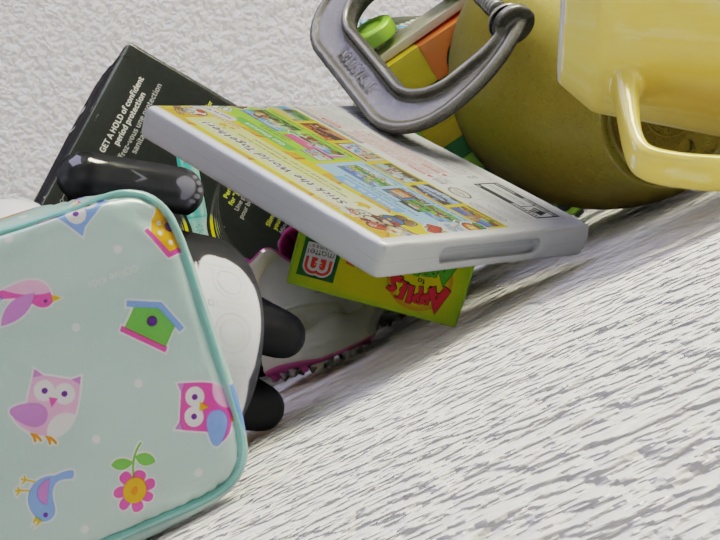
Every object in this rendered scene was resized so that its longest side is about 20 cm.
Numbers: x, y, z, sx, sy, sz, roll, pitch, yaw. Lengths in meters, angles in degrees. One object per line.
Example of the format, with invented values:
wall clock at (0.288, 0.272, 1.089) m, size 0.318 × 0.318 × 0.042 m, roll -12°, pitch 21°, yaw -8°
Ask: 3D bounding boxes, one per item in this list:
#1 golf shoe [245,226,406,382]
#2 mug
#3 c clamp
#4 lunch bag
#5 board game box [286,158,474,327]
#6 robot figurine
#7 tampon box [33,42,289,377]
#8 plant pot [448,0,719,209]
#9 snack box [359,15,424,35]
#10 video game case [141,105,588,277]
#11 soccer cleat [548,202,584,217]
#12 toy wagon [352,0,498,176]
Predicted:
golf shoe at (0.000, 0.000, 1.068) m, size 0.075 × 0.092 × 0.200 m, roll -25°, pitch 2°, yaw 41°
mug at (0.186, -0.137, 0.890) m, size 0.153 × 0.150 × 0.187 m, roll 3°, pitch 18°, yaw 6°
c clamp at (0.047, -0.177, 1.051) m, size 0.171 × 0.027 × 0.200 m, roll -33°, pitch 45°, yaw 6°
lunch bag at (-0.157, 0.062, 0.705) m, size 0.200 × 0.161 × 0.077 m, roll -20°, pitch 7°, yaw -15°
board game box at (0.017, -0.033, 1.010) m, size 0.101 × 0.048 × 0.200 m, roll 15°, pitch 19°, yaw -2°
robot figurine at (-0.131, 0.032, 0.833) m, size 0.200 × 0.151 × 0.125 m, roll 11°, pitch -31°, yaw -34°
tampon box at (-0.121, -0.034, 1.140) m, size 0.150 × 0.200 × 0.126 m, roll -64°, pitch 14°, yaw -17°
plant pot at (0.174, -0.122, 1.055) m, size 0.200 × 0.200 × 0.142 m, roll -26°, pitch 23°, yaw -7°
snack box at (0.099, -0.127, 1.173) m, size 0.200 × 0.116 × 0.037 m, roll -5°, pitch 21°, yaw -13°
video game case at (0.003, -0.052, 0.945) m, size 0.200 × 0.023 × 0.182 m, roll 32°, pitch 25°, yaw 37°
soccer cleat at (0.078, -0.042, 1.196) m, size 0.200 × 0.081 × 0.068 m, roll -24°, pitch 4°, yaw -3°
toy wagon at (0.091, -0.135, 1.125) m, size 0.200 × 0.155 × 0.040 m, roll -34°, pitch 24°, yaw -2°
